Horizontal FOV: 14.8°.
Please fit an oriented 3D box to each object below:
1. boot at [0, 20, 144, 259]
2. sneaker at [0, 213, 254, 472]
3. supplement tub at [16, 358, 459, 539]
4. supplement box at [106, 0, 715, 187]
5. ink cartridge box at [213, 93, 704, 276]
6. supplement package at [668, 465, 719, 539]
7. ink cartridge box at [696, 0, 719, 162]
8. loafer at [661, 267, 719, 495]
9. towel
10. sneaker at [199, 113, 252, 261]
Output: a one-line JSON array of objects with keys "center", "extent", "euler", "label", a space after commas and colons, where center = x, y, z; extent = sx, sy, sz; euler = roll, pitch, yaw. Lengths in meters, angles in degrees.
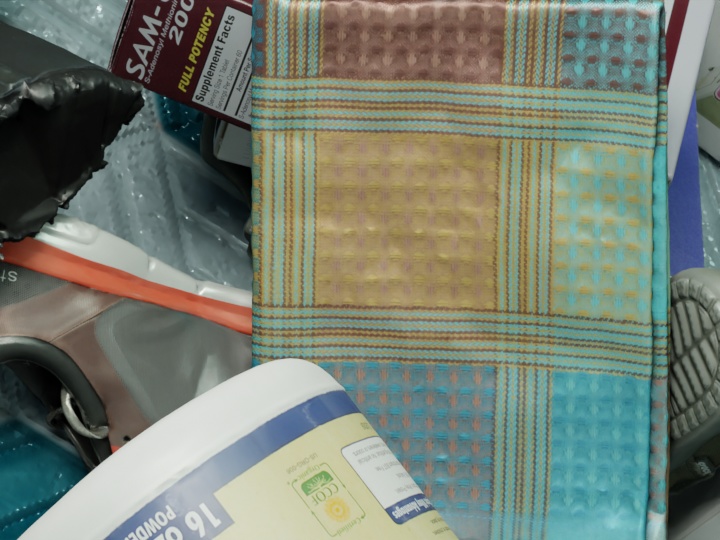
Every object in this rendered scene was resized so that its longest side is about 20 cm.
[{"center": [-0.145, -0.081, 0.977], "extent": [0.162, 0.073, 0.198], "euler": [25, 40, 32], "label": "boot"}, {"center": [-0.069, 0.044, 1.002], "extent": [0.200, 0.077, 0.082], "euler": [23, 76, -26], "label": "sneaker"}, {"center": [-0.013, 0.145, 0.890], "extent": [0.144, 0.144, 0.200], "euler": [-27, 75, -45], "label": "supplement tub"}, {"center": [0.021, -0.085, 1.013], "extent": [0.200, 0.061, 0.109], "euler": [23, 45, -3], "label": "supplement box"}, {"center": [0.049, -0.097, 1.109], "extent": [0.200, 0.047, 0.198], "euler": [13, 43, -9], "label": "ink cartridge box"}, {"center": [0.194, 0.092, 1.100], "extent": [0.121, 0.120, 0.200], "euler": [43, 43, -3], "label": "supplement package"}, {"center": [0.211, -0.110, 1.300], "extent": [0.200, 0.085, 0.145], "euler": [38, 43, -7], "label": "ink cartridge box"}, {"center": [0.121, 0.049, 1.027], "extent": [0.070, 0.200, 0.075], "euler": [-7, 77, -21], "label": "loafer"}, {"center": [0.034, 0.005, 0.956], "extent": [0.147, 0.200, 0.022], "euler": [1, 12, 6], "label": "towel"}, {"center": [0.000, 0.000, 1.079], "extent": [0.085, 0.074, 0.200], "euler": [-9, 54, -34], "label": "sneaker"}]
